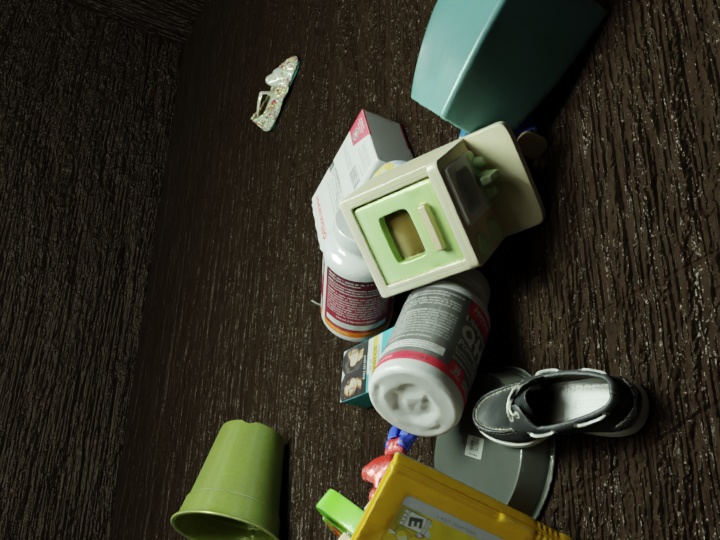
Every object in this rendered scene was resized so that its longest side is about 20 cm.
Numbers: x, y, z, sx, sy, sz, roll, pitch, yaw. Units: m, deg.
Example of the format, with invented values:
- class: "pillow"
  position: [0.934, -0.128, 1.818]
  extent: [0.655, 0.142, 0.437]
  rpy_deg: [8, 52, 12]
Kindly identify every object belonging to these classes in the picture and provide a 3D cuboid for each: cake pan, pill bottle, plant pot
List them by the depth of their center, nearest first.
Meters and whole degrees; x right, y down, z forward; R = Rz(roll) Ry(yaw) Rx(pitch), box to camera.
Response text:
- class: "cake pan"
  position: [0.144, 0.207, 0.939]
  extent: [0.200, 0.036, 0.203]
  rpy_deg: [-44, 39, 50]
- class: "pill bottle"
  position: [0.091, 0.084, 0.972]
  extent: [0.111, 0.110, 0.201]
  rpy_deg: [-48, 10, 45]
- class: "plant pot"
  position: [0.160, -0.265, 0.991]
  extent: [0.202, 0.140, 0.141]
  rpy_deg: [-60, 33, 12]
- class: "pill bottle"
  position: [0.000, 0.000, 1.191]
  extent: [0.202, 0.111, 0.114]
  rpy_deg: [95, 169, -48]
- class: "plant pot"
  position: [-0.214, 0.377, 1.468]
  extent: [0.200, 0.198, 0.192]
  rpy_deg: [-44, 27, 49]

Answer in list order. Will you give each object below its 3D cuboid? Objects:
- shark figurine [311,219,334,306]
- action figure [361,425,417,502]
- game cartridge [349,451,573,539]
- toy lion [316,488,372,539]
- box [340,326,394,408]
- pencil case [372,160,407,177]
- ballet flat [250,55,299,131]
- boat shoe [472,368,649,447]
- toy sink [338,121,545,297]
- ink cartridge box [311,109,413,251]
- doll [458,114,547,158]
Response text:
- class: "shark figurine"
  position: [0.005, -0.001, 1.338]
  extent: [0.216, 0.126, 0.090]
  rpy_deg: [107, -172, -50]
- class: "action figure"
  position: [0.062, 0.233, 1.023]
  extent: [0.065, 0.100, 0.200]
  rpy_deg: [-21, 19, 33]
- class: "game cartridge"
  position: [0.087, 0.298, 0.829]
  extent: [0.032, 0.198, 0.178]
  rpy_deg: [-60, -4, -69]
- class: "toy lion"
  position: [0.012, 0.328, 0.988]
  extent: [0.069, 0.201, 0.191]
  rpy_deg: [-46, 30, -17]
- class: "box"
  position: [0.038, 0.137, 1.190]
  extent: [0.199, 0.048, 0.084]
  rpy_deg: [-34, 47, 56]
- class: "pencil case"
  position: [0.080, -0.091, 1.178]
  extent: [0.084, 0.089, 0.200]
  rpy_deg: [-66, 27, 17]
- class: "ballet flat"
  position: [-0.211, -0.436, 2.025]
  extent: [0.202, 0.063, 0.076]
  rpy_deg: [-64, 26, 22]
- class: "boat shoe"
  position: [0.182, 0.134, 0.817]
  extent: [0.198, 0.060, 0.075]
  rpy_deg: [-10, 62, 48]
- class: "toy sink"
  position: [0.095, -0.068, 0.970]
  extent: [0.198, 0.132, 0.112]
  rpy_deg: [-19, 13, 33]
- class: "ink cartridge box"
  position: [0.002, -0.137, 1.375]
  extent: [0.201, 0.083, 0.146]
  rpy_deg: [-57, 30, 33]
- class: "doll"
  position: [0.174, -0.200, 1.080]
  extent: [0.137, 0.048, 0.202]
  rpy_deg: [-50, 33, 28]
